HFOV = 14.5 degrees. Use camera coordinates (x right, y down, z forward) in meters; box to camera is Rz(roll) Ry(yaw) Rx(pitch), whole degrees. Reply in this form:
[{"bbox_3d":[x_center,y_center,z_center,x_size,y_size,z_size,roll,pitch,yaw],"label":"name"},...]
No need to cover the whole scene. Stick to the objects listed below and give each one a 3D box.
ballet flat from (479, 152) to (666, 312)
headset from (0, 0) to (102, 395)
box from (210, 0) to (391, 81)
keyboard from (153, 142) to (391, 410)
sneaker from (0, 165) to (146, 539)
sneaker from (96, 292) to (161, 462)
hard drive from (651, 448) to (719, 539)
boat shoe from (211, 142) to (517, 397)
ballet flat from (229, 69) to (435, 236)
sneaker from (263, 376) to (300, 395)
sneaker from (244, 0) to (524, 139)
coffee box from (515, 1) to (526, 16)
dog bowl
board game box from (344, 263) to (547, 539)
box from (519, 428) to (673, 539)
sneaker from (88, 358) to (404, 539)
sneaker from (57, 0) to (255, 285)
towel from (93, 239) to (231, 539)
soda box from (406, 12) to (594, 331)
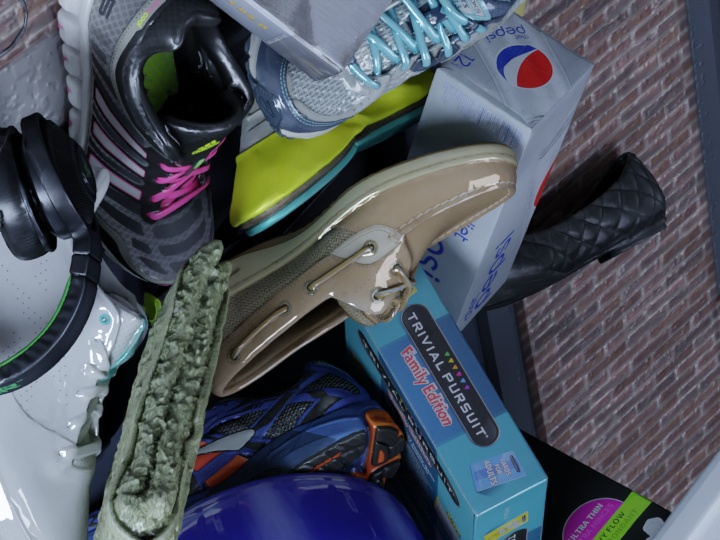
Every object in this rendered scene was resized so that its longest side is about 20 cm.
[{"bbox_3d":[0.109,-0.018,1.727,0.200,0.057,0.066,-22,173,-39],"label":"ballet flat"},{"bbox_3d":[-0.183,-0.043,1.303,0.094,0.123,0.201,54,38,-76],"label":"headset"},{"bbox_3d":[-0.022,-0.217,1.355,0.158,0.048,0.200,37,77,-11],"label":"box"},{"bbox_3d":[-0.055,-0.005,1.557,0.200,0.021,0.127,-49,147,-18],"label":"keyboard"},{"bbox_3d":[-0.141,0.046,1.357,0.075,0.088,0.201,-1,83,-76],"label":"sneaker"},{"bbox_3d":[-0.161,0.096,1.452,0.200,0.072,0.083,-57,144,-7],"label":"sneaker"},{"bbox_3d":[0.179,0.212,1.630,0.200,0.027,0.132,-50,139,-14],"label":"hard drive"},{"bbox_3d":[0.000,0.000,1.477,0.200,0.065,0.071,-29,161,8],"label":"boat shoe"},{"bbox_3d":[-0.025,-0.080,1.485,0.067,0.067,0.200,58,36,-4],"label":"ballet flat"},{"bbox_3d":[-0.040,0.144,1.633,0.085,0.078,0.201,-17,134,-51],"label":"sneaker"},{"bbox_3d":[0.023,-0.135,1.422,0.200,0.086,0.078,-40,112,-36],"label":"sneaker"},{"bbox_3d":[0.059,-0.231,1.525,0.123,0.044,0.201,-7,118,-47],"label":"coffee box"},{"bbox_3d":[-0.046,0.204,1.533,0.199,0.079,0.201,-15,138,-14],"label":"dog bowl"},{"bbox_3d":[0.046,0.101,1.576,0.047,0.151,0.200,-26,157,-11],"label":"board game box"},{"bbox_3d":[0.109,0.202,1.727,0.149,0.200,0.124,-47,139,-17],"label":"box"},{"bbox_3d":[-0.076,0.116,1.546,0.199,0.079,0.075,-25,139,-4],"label":"sneaker"},{"bbox_3d":[-0.096,-0.068,1.410,0.074,0.087,0.201,-32,133,-33],"label":"sneaker"},{"bbox_3d":[-0.103,0.095,1.357,0.200,0.036,0.149,-81,-172,-46],"label":"towel"},{"bbox_3d":[0.063,-0.050,1.564,0.068,0.063,0.200,-46,164,-37],"label":"soda box"}]
